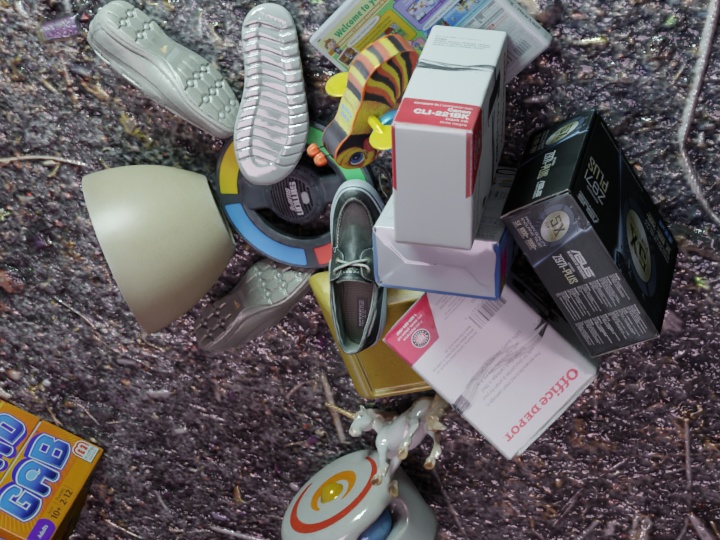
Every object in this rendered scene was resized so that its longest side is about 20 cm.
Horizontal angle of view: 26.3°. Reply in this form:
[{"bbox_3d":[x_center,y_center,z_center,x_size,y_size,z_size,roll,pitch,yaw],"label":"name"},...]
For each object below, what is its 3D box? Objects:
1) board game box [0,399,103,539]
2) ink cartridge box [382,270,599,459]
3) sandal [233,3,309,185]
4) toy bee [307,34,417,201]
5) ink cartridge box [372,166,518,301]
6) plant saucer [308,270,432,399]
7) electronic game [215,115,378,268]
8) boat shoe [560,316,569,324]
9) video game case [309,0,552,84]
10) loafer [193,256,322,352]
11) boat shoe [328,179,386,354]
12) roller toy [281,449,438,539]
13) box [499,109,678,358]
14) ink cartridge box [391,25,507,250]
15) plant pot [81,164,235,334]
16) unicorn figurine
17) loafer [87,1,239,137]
[{"bbox_3d":[-0.512,0.337,2.177,0.199,0.200,0.200,26,130,-1],"label":"board game box"},{"bbox_3d":[0.149,0.088,1.724,0.200,0.083,0.145,43,105,2],"label":"ink cartridge box"},{"bbox_3d":[-0.095,-0.195,1.707,0.082,0.050,0.203,5,108,-1],"label":"sandal"},{"bbox_3d":[0.001,-0.148,1.639,0.131,0.108,0.201,30,130,56],"label":"toy bee"},{"bbox_3d":[0.104,-0.056,1.653,0.136,0.200,0.077,8,124,14],"label":"ink cartridge box"},{"bbox_3d":[0.057,0.078,1.843,0.199,0.049,0.200,-11,127,17],"label":"plant saucer"},{"bbox_3d":[-0.075,-0.091,1.784,0.199,0.042,0.201,9,122,15],"label":"electronic game"},{"bbox_3d":[0.195,0.091,1.785,0.200,0.070,0.072,-28,121,13],"label":"boat shoe"},{"bbox_3d":[0.072,-0.245,1.635,0.182,0.022,0.200,40,130,-12],"label":"video game case"},{"bbox_3d":[-0.119,0.036,1.899,0.200,0.070,0.070,-33,66,27],"label":"loafer"},{"bbox_3d":[0.000,0.000,1.742,0.072,0.071,0.201,-1,107,14],"label":"boat shoe"},{"bbox_3d":[-0.004,0.327,1.997,0.182,0.200,0.140,-28,112,22],"label":"roller toy"},{"bbox_3d":[0.247,-0.040,1.634,0.086,0.164,0.200,-21,116,32],"label":"box"},{"bbox_3d":[0.093,-0.138,1.566,0.083,0.200,0.145,7,129,12],"label":"ink cartridge box"},{"bbox_3d":[-0.224,-0.042,1.810,0.134,0.200,0.201,-22,120,-1],"label":"plant pot"},{"bbox_3d":[0.046,0.206,1.916,0.200,0.138,0.074,-25,126,30],"label":"unicorn figurine"},{"bbox_3d":[-0.219,-0.218,1.729,0.200,0.070,0.070,42,138,-5],"label":"loafer"}]
